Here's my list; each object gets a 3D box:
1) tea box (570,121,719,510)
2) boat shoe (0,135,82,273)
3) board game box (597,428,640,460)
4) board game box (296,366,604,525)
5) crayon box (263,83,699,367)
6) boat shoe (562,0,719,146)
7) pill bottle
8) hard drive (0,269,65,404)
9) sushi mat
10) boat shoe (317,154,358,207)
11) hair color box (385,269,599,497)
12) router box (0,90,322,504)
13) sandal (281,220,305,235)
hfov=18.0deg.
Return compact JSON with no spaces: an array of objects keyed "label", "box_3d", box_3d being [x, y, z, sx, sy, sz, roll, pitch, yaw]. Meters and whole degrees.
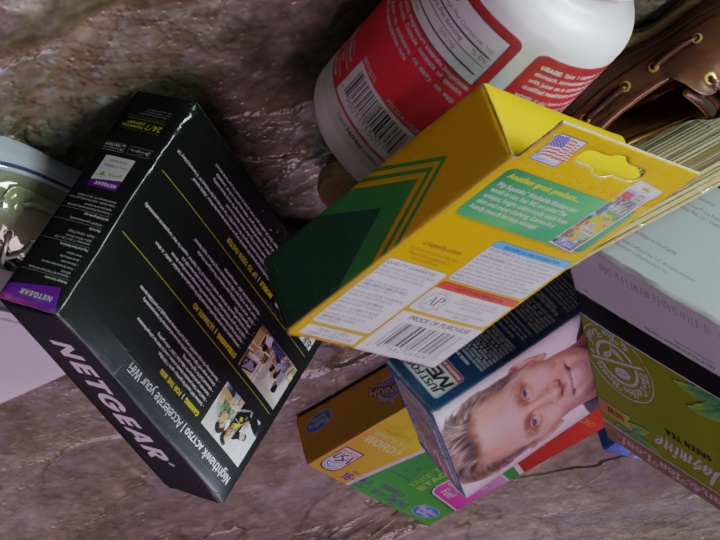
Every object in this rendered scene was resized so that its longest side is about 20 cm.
[{"label":"tea box","box_3d":[0.247,0.046,1.347,0.134,0.200,0.197,-40,138,-21]},{"label":"boat shoe","box_3d":[-0.191,-0.028,1.297,0.200,0.062,0.072,13,137,-35]},{"label":"board game box","box_3d":[0.286,0.081,1.652,0.135,0.034,0.200,18,134,-40]},{"label":"board game box","box_3d":[0.080,0.098,1.596,0.200,0.040,0.153,-32,142,24]},{"label":"crayon box","box_3d":[0.063,-0.028,1.202,0.200,0.052,0.126,-37,147,29]},{"label":"boat shoe","box_3d":[0.199,-0.117,1.311,0.200,0.068,0.072,-24,145,13]},{"label":"pill bottle","box_3d":[0.072,-0.128,1.209,0.112,0.112,0.200,14,137,-35]},{"label":"hard drive","box_3d":[-0.238,0.045,1.359,0.132,0.027,0.200,14,155,-35]},{"label":"sushi mat","box_3d":[0.175,-0.060,1.306,0.200,0.096,0.012,-28,115,-11]},{"label":"boat shoe","box_3d":[0.071,-0.058,1.368,0.200,0.063,0.073,3,155,-14]},{"label":"hair color box","box_3d":[0.123,0.048,1.457,0.200,0.061,0.100,-33,138,-9]},{"label":"router box","box_3d":[-0.103,0.018,1.300,0.051,0.149,0.200,13,151,37]},{"label":"sandal","box_3d":[0.000,-0.001,1.435,0.200,0.043,0.076,17,128,-24]}]
